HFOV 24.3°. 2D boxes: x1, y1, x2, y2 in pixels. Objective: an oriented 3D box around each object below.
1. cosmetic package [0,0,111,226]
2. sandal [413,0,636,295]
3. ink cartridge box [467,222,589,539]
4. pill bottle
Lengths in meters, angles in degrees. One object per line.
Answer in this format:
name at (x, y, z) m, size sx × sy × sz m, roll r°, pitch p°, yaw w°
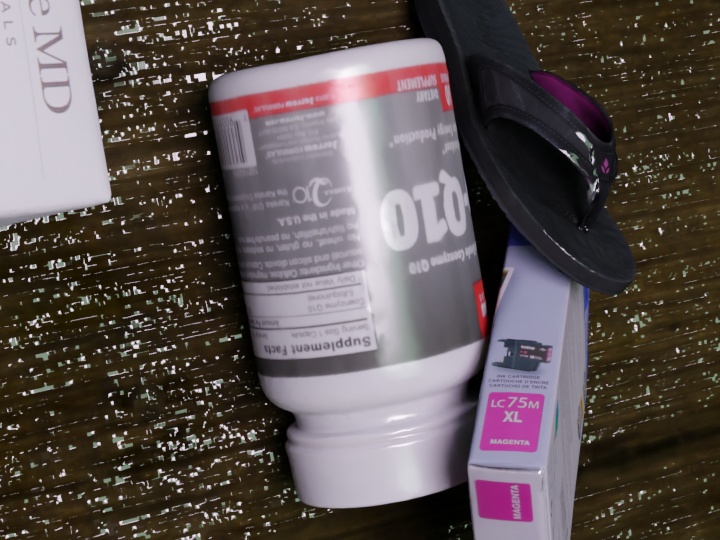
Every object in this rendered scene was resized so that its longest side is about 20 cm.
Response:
cosmetic package at (-0.227, -0.085, 0.616) m, size 0.199 × 0.164 × 0.167 m, roll -11°, pitch 93°, yaw -46°
sandal at (0.081, -0.079, 0.793) m, size 0.075 × 0.048 × 0.202 m, roll 7°, pitch 49°, yaw -42°
ink cartridge box at (0.084, 0.061, 0.796) m, size 0.201 × 0.041 × 0.120 m, roll -71°, pitch 159°, yaw -47°
pill bottle at (0.000, 0.000, 0.784) m, size 0.113 × 0.114 × 0.203 m, roll -13°, pitch 96°, yaw -24°
